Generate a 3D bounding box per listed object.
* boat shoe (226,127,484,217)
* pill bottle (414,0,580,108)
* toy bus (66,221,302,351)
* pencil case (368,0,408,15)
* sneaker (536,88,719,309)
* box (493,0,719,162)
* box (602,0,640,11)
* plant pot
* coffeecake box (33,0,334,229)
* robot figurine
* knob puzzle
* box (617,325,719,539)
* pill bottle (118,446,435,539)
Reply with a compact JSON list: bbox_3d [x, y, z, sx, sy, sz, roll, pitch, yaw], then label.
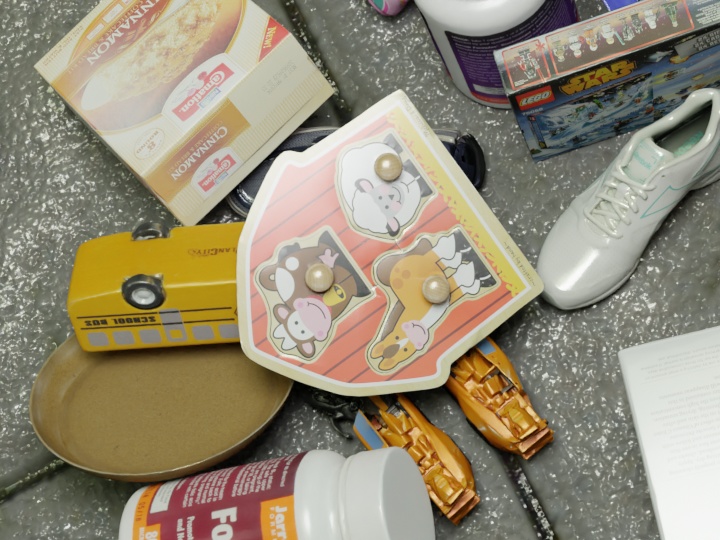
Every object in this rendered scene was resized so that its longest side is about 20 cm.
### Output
[{"bbox_3d":[-0.012,-0.071,1.521,0.199,0.093,0.075,-8,96,11],"label":"boat shoe"},{"bbox_3d":[0.096,-0.207,1.501,0.111,0.200,0.112,-5,70,12],"label":"pill bottle"},{"bbox_3d":[-0.113,0.011,1.509,0.199,0.079,0.065,-4,45,9],"label":"toy bus"},{"bbox_3d":[0.070,-0.282,1.562,0.200,0.087,0.088,-35,63,28],"label":"pencil case"},{"bbox_3d":[0.196,-0.058,1.488,0.070,0.080,0.200,41,86,22],"label":"sneaker"},{"bbox_3d":[0.204,-0.149,1.486,0.199,0.137,0.040,-18,70,7],"label":"box"},{"bbox_3d":[0.251,-0.264,1.518,0.200,0.041,0.119,-31,85,-21],"label":"box"},{"bbox_3d":[-0.143,0.089,1.506,0.199,0.028,0.200,-6,37,5],"label":"plant pot"},{"bbox_3d":[-0.138,-0.147,1.572,0.153,0.073,0.200,-44,44,-4],"label":"coffeecake box"},{"bbox_3d":[0.040,0.077,1.489,0.145,0.058,0.200,-41,67,-4],"label":"robot figurine"},{"bbox_3d":[0.000,0.000,1.437,0.218,0.030,0.221,0,90,-2],"label":"knob puzzle"},{"bbox_3d":[0.245,0.152,1.373,0.097,0.124,0.201,-14,68,9],"label":"box"},{"bbox_3d":[-0.057,0.188,1.426,0.199,0.114,0.115,-14,67,21],"label":"pill bottle"}]
